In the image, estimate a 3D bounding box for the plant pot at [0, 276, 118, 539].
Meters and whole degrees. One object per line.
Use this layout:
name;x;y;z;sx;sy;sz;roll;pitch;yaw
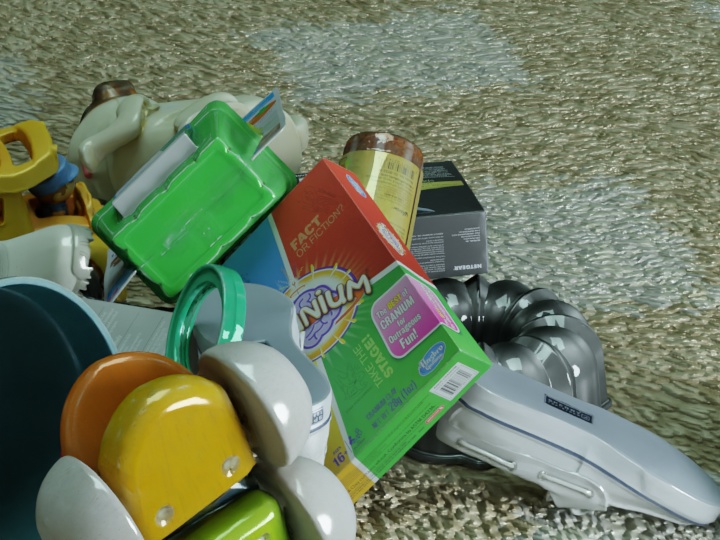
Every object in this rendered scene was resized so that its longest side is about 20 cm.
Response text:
plant pot;-0.280;0.103;1.458;0.188;0.201;0.200;1;20;37

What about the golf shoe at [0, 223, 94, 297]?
golf shoe;-0.273;0.013;1.638;0.097;0.078;0.200;20;-33;-40

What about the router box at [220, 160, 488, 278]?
router box;-0.012;-0.034;1.771;0.199;0.052;0.157;-5;18;-5

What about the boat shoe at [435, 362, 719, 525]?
boat shoe;0.147;0.130;1.556;0.200;0.065;0.074;28;21;6

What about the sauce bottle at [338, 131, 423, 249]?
sauce bottle;0.000;0.000;1.640;0.066;0.066;0.200;7;65;11

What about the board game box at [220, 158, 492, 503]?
board game box;-0.020;0.044;1.569;0.040;0.153;0.200;27;22;-50

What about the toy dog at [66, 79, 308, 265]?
toy dog;-0.162;-0.104;1.944;0.200;0.140;0.194;8;40;38

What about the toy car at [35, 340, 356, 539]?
toy car;-0.113;0.136;1.375;0.175;0.200;0.150;-36;35;-23

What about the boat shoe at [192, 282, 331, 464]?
boat shoe;-0.061;0.081;1.510;0.074;0.086;0.202;-10;27;-17

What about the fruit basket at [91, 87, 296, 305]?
fruit basket;-0.126;-0.060;1.665;0.185;0.094;0.200;-43;18;7

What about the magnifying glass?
magnifying glass;-0.114;0.094;1.473;0.022;0.201;0.080;14;-2;-29

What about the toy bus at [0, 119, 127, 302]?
toy bus;-0.286;-0.059;1.787;0.199;0.192;0.136;-5;24;-18

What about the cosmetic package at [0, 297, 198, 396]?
cosmetic package;-0.213;0.078;1.581;0.199;0.107;0.090;6;39;14

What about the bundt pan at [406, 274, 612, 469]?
bundt pan;0.087;0.064;1.683;0.201;0.076;0.202;2;25;-1

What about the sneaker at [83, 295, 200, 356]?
sneaker;-0.165;0.050;1.705;0.200;0.076;0.114;16;23;27
